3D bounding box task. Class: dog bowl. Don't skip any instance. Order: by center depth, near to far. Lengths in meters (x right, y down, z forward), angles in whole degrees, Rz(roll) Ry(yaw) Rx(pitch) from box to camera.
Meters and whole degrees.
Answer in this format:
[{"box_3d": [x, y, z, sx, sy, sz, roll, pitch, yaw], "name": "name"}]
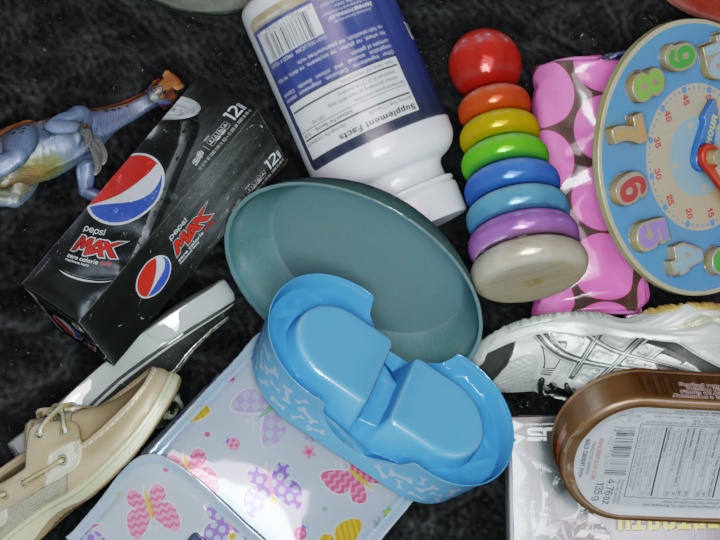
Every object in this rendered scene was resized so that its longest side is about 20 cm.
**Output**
[{"box_3d": [0.011, 0.087, 1.662, 0.199, 0.050, 0.112, 34, 45, -9], "name": "dog bowl"}]

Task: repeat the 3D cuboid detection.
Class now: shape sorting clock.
[{"box_3d": [0.245, -0.082, 1.737, 0.199, 0.039, 0.201, 1, 89, -41], "name": "shape sorting clock"}]

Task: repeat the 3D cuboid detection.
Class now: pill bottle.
[{"box_3d": [0.001, -0.119, 1.734, 0.111, 0.111, 0.201, -23, 87, -5], "name": "pill bottle"}]

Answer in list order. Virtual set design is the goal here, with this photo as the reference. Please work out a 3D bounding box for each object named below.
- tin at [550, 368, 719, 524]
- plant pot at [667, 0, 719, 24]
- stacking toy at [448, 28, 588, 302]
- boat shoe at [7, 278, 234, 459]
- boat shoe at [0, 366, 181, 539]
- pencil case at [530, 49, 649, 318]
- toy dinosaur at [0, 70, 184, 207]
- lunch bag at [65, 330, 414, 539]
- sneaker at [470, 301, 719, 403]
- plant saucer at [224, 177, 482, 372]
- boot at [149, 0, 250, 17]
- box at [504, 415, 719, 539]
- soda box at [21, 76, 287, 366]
[{"box_3d": [0.234, 0.127, 1.682, 0.199, 0.042, 0.112, 3, 126, -9], "name": "tin"}, {"box_3d": [0.321, -0.298, 1.741, 0.199, 0.201, 0.197, 7, 76, -3], "name": "plant pot"}, {"box_3d": [0.105, -0.083, 1.710, 0.085, 0.085, 0.201, -7, 68, -4], "name": "stacking toy"}, {"box_3d": [-0.160, 0.086, 1.728, 0.200, 0.071, 0.064, -40, 93, 5], "name": "boat shoe"}, {"box_3d": [-0.208, 0.128, 1.667, 0.200, 0.072, 0.065, -41, 99, 18], "name": "boat shoe"}, {"box_3d": [0.171, -0.059, 1.754, 0.093, 0.091, 0.201, 2, 87, -9], "name": "pencil case"}, {"box_3d": [-0.222, -0.101, 1.734, 0.200, 0.105, 0.182, 38, 65, 11], "name": "toy dinosaur"}, {"box_3d": [-0.082, 0.174, 1.686, 0.170, 0.127, 0.200, 45, 75, 2], "name": "lunch bag"}, {"box_3d": [0.175, 0.077, 1.709, 0.199, 0.076, 0.088, -7, 72, 4], "name": "sneaker"}, {"box_3d": [0.000, 0.000, 1.700, 0.199, 0.200, 0.036, 30, 54, 0], "name": "plant saucer"}, {"box_3d": [-0.152, -0.234, 1.725, 0.199, 0.131, 0.068, 9, 85, -3], "name": "boot"}, {"box_3d": [0.205, 0.184, 1.751, 0.199, 0.048, 0.160, 0, 84, -3], "name": "box"}, {"box_3d": [-0.144, -0.036, 1.694, 0.063, 0.071, 0.200, 30, 73, 32], "name": "soda box"}]
